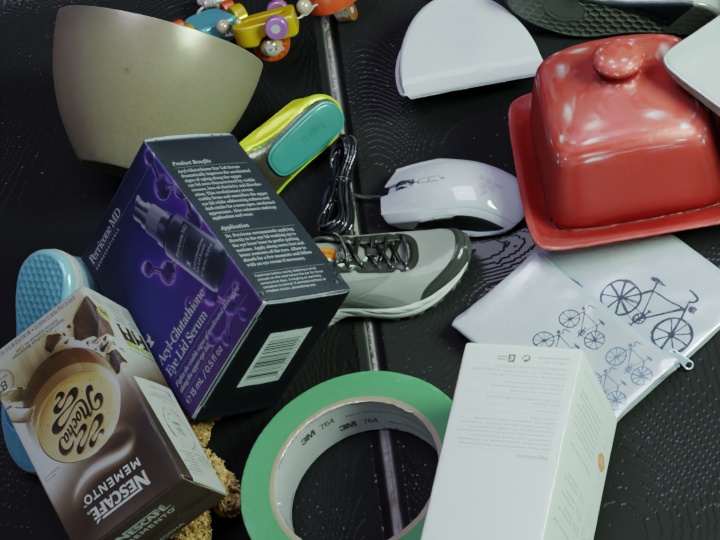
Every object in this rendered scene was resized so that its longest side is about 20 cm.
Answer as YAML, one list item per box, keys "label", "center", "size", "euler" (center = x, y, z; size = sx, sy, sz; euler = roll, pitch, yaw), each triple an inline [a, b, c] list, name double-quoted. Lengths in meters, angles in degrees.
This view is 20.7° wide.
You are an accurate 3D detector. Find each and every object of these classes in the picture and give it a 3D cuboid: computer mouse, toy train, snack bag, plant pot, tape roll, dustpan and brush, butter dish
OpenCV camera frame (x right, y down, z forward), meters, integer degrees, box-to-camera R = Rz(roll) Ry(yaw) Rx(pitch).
- label: "computer mouse"
  center: [0.055, -0.074, 1.785]
  size: [0.200, 0.044, 0.110]
  euler: [2, 55, 22]
- label: "toy train"
  center: [-0.088, -0.247, 1.966]
  size: [0.200, 0.056, 0.150]
  euler: [-4, 26, 30]
- label: "snack bag"
  center: [0.205, 0.033, 1.665]
  size: [0.200, 0.021, 0.189]
  euler: [-40, 51, -11]
- label: "plant pot"
  center: [-0.204, -0.156, 1.867]
  size: [0.200, 0.200, 0.135]
  euler: [11, 85, 27]
- label: "tape roll"
  center: [0.003, 0.178, 1.615]
  size: [0.200, 0.048, 0.200]
  euler: [-10, 52, 14]
- label: "dustpan and brush"
  center: [0.092, -0.237, 1.896]
  size: [0.140, 0.057, 0.200]
  euler: [-10, 57, -2]
- label: "butter dish"
  center: [0.225, -0.136, 1.688]
  size: [0.199, 0.148, 0.200]
  euler: [-10, 48, 5]

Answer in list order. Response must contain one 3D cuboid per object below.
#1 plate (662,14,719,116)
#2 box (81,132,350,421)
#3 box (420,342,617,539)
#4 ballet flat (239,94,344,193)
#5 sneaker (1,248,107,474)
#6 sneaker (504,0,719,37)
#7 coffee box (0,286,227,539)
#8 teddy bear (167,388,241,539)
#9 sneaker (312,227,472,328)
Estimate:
- label: "plate"
  center: [0.375, -0.148, 1.662]
  size: [0.200, 0.032, 0.200]
  euler: [43, 52, 15]
- label: "box"
  center: [-0.126, 0.002, 1.680]
  size: [0.104, 0.148, 0.200]
  euler: [-8, 50, -45]
- label: "box"
  center: [0.122, 0.173, 1.514]
  size: [0.097, 0.124, 0.200]
  euler: [3, 61, 23]
- label: "ballet flat"
  center: [-0.100, -0.097, 1.856]
  size: [0.200, 0.067, 0.067]
  euler: [-41, 31, -15]
- label: "sneaker"
  center: [-0.249, 0.081, 1.766]
  size: [0.080, 0.131, 0.200]
  euler: [12, 96, 30]
- label: "sneaker"
  center: [0.241, -0.297, 1.851]
  size: [0.202, 0.077, 0.146]
  euler: [4, 67, 10]
- label: "coffee box"
  center: [-0.210, 0.130, 1.613]
  size: [0.113, 0.080, 0.200]
  euler: [-37, 62, 9]
- label: "teddy bear"
  center: [-0.166, 0.191, 1.665]
  size: [0.145, 0.067, 0.200]
  euler: [-27, 56, 11]
- label: "sneaker"
  center: [0.000, 0.000, 1.728]
  size: [0.200, 0.079, 0.074]
  euler: [-14, 50, 9]
